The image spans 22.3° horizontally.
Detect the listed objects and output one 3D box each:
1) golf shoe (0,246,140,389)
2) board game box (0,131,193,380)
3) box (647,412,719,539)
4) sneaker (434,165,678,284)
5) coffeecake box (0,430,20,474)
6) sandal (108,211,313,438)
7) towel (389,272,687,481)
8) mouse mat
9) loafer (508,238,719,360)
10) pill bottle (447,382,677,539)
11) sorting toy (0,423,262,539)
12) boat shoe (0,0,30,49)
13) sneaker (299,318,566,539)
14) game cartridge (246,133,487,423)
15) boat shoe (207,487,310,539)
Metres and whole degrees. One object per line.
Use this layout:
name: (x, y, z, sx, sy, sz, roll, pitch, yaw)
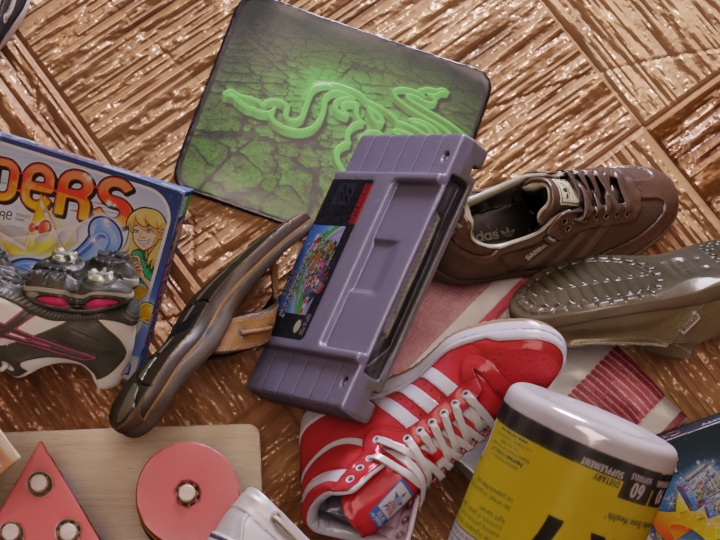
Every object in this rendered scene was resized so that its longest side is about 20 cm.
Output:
golf shoe: (-0.243, 0.027, 1.196, 0.198, 0.077, 0.089, 8, 112, 9)
board game box: (-0.227, -0.019, 1.244, 0.198, 0.034, 0.136, 16, 97, 2)
box: (0.188, 0.186, 1.215, 0.199, 0.038, 0.138, -18, 91, -8)
sneaker: (0.141, -0.036, 1.260, 0.199, 0.076, 0.071, -16, 72, -19)
coffeecake box: (-0.332, 0.132, 1.154, 0.200, 0.153, 0.073, -39, 118, -13)
sandal: (-0.091, 0.042, 1.229, 0.055, 0.082, 0.200, 43, 59, -12)
towel: (0.109, 0.081, 1.267, 0.200, 0.023, 0.144, 44, 74, 7)
mouse mat: (-0.019, -0.102, 1.319, 0.199, 0.008, 0.162, 19, 74, 1)
loafer: (0.199, 0.029, 1.250, 0.198, 0.076, 0.068, -8, 118, -9)
pill bottle: (0.108, 0.181, 1.124, 0.114, 0.114, 0.201, 21, 94, 3)
sorting toy: (-0.161, 0.198, 1.192, 0.198, 0.070, 0.201, -2, 74, -3)
boat shoe: (-0.296, -0.142, 1.285, 0.074, 0.060, 0.201, 32, 76, 2)
sneaker: (0.045, 0.110, 1.174, 0.199, 0.071, 0.113, -26, 33, 23)
game cartridge: (0.000, 0.000, 1.229, 0.038, 0.129, 0.201, 33, 75, -35)
boat shoe: (-0.013, 0.212, 1.171, 0.200, 0.072, 0.066, 38, 73, -16)
